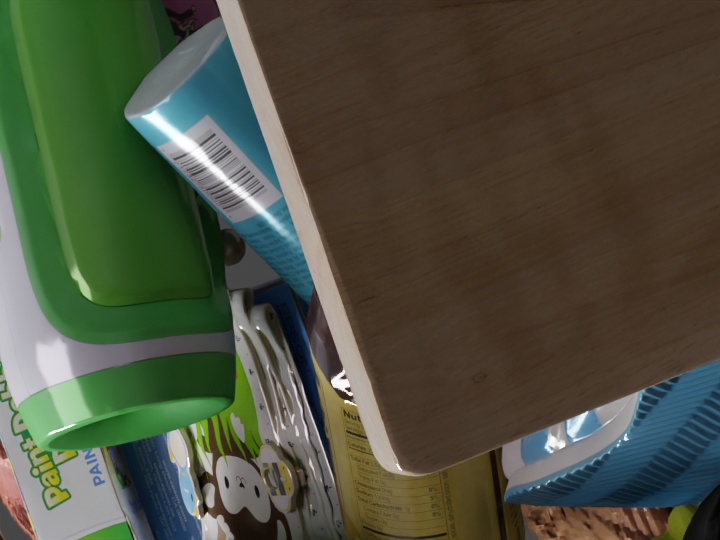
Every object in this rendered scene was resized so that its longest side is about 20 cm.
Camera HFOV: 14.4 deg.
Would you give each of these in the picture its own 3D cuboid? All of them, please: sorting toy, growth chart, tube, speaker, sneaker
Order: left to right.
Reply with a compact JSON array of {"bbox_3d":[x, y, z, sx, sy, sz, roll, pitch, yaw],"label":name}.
[{"bbox_3d":[-0.102,-0.041,1.024,0.088,0.088,0.201,-35,67,62],"label":"speaker"},{"bbox_3d":[-0.043,0.077,1.086,0.145,0.018,0.201,-31,79,61],"label":"growth chart"},{"bbox_3d":[0.000,0.000,1.005,0.200,0.050,0.077,48,162,-18],"label":"tube"},{"bbox_3d":[0.057,-0.073,0.752,0.200,0.199,0.070,71,163,-2],"label":"sorting toy"},{"bbox_3d":[0.094,0.021,0.891,0.200,0.076,0.081,122,146,-61],"label":"sneaker"}]

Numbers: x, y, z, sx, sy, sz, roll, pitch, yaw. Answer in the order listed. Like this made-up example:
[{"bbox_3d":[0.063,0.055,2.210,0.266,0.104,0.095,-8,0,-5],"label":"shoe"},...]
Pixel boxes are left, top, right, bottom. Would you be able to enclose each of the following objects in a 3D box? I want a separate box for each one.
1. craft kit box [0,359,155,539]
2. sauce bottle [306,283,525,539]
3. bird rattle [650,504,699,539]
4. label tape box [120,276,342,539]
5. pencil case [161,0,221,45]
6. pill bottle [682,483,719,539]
[{"bbox_3d":[-0.131,0.057,1.250,0.200,0.048,0.199,96,156,-88],"label":"craft kit box"},{"bbox_3d":[0.016,0.029,0.953,0.066,0.066,0.201,35,142,47],"label":"sauce bottle"},{"bbox_3d":[0.141,0.160,0.900,0.199,0.113,0.164,16,135,42],"label":"bird rattle"},{"bbox_3d":[-0.023,0.077,1.133,0.200,0.063,0.145,-21,90,61],"label":"label tape box"},{"bbox_3d":[-0.102,-0.126,1.122,0.086,0.082,0.201,-30,81,55],"label":"pencil case"},{"bbox_3d":[0.163,0.054,0.722,0.112,0.111,0.200,62,149,14],"label":"pill bottle"}]
